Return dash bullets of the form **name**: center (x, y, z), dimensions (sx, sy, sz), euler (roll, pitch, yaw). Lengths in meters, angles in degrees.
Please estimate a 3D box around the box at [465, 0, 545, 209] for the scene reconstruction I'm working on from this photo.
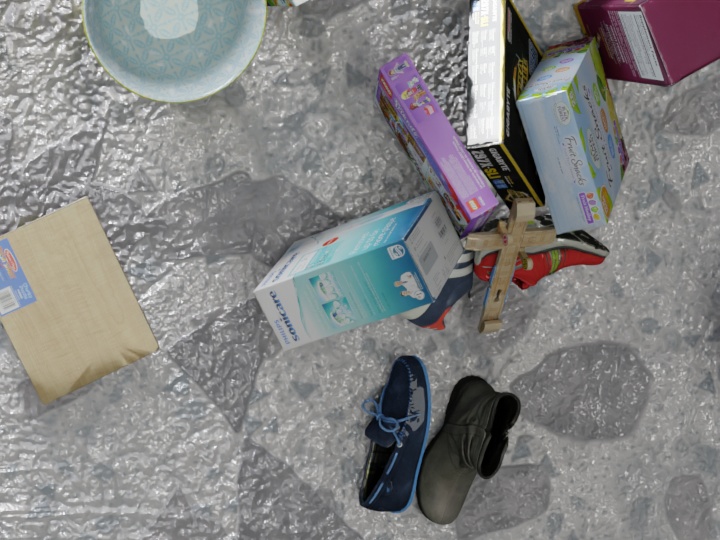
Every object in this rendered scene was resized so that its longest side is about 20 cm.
- **box**: center (0.168, -0.192, 1.681), dimensions (0.049, 0.160, 0.201), euler (-6, 63, 21)

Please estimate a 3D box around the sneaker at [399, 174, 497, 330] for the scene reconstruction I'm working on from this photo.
- **sneaker**: center (0.116, -0.018, 1.787), dimensions (0.084, 0.075, 0.200), euler (37, 83, -39)

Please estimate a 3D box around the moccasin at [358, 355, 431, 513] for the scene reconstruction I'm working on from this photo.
- **moccasin**: center (0.040, 0.203, 1.793), dimensions (0.068, 0.080, 0.201), euler (2, 99, -26)

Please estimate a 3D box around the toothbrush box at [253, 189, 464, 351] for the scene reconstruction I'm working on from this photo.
- **toothbrush box**: center (0.000, 0.000, 1.672), dimensions (0.199, 0.146, 0.085), euler (-20, 107, 27)

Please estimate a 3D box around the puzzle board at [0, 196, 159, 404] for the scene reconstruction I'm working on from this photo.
- **puzzle board**: center (-0.341, 0.035, 1.703), dimensions (0.150, 0.017, 0.201), euler (-25, 105, -7)

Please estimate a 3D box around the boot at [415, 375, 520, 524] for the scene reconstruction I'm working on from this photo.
- **boot**: center (0.130, 0.230, 1.797), dimensions (0.067, 0.131, 0.201), euler (15, 96, -16)

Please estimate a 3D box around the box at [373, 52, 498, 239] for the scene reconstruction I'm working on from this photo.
- **box**: center (0.083, -0.138, 1.682), dimensions (0.039, 0.137, 0.200), euler (-30, 84, -6)

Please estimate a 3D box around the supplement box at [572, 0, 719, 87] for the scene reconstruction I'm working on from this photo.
- **supplement box**: center (0.354, -0.292, 1.723), dimensions (0.131, 0.200, 0.103), euler (-27, 106, -9)

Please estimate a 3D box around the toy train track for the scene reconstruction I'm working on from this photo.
- **toy train track**: center (0.172, 0.004, 1.715), dimensions (0.114, 0.033, 0.200), euler (-5, 133, -19)

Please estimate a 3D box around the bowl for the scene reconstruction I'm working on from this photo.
- **bowl**: center (-0.210, -0.288, 1.628), dimensions (0.199, 0.108, 0.201), euler (-2, 100, -13)

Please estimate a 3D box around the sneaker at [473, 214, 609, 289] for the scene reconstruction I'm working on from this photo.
- **sneaker**: center (0.215, -0.017, 1.797), dimensions (0.199, 0.077, 0.085), euler (1, 119, -34)

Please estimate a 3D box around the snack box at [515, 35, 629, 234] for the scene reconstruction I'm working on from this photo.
- **snack box**: center (0.252, -0.160, 1.715), dimensions (0.067, 0.200, 0.169), euler (-11, 113, 24)

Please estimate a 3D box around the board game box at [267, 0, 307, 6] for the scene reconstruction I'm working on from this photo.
- **board game box**: center (-0.068, -0.355, 1.604), dimensions (0.103, 0.200, 0.105), euler (-28, 105, -8)
